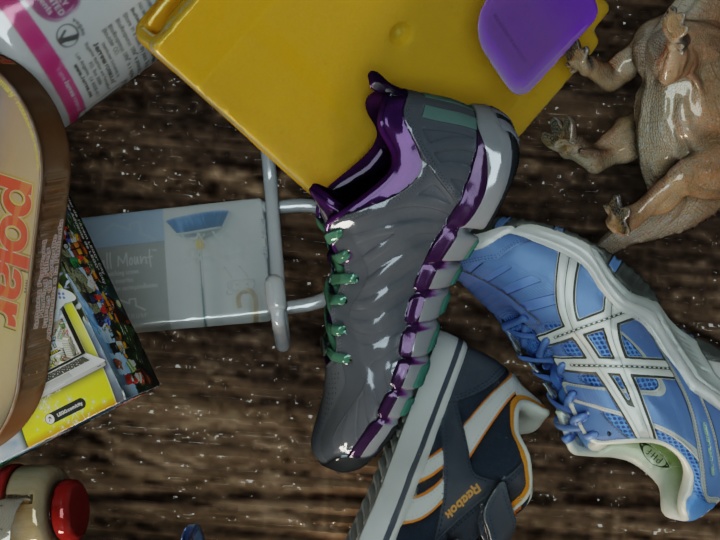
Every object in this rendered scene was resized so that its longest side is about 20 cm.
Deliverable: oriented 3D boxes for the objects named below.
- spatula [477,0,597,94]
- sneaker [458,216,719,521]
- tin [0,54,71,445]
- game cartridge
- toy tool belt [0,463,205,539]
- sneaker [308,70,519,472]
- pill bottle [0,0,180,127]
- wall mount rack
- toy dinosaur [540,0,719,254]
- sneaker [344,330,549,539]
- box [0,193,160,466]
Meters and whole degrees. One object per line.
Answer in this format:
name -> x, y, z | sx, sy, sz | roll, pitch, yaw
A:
spatula -> 0.121, -0.176, 1.145 | 0.057, 0.021, 0.200 | 51, 62, -35
sneaker -> 0.121, 0.047, 1.166 | 0.200, 0.076, 0.077 | 37, 68, -1
tin -> -0.192, -0.006, 1.068 | 0.112, 0.042, 0.200 | 14, 102, 24
game cartridge -> 0.013, -0.121, 1.129 | 0.176, 0.032, 0.200 | -48, 129, -1
toy tool belt -> -0.103, 0.182, 1.152 | 0.123, 0.125, 0.200 | -5, 115, 18
sneaker -> 0.000, 0.000, 1.134 | 0.088, 0.074, 0.200 | 19, 102, -19
pill bottle -> -0.107, -0.168, 1.124 | 0.200, 0.113, 0.113 | -38, 94, -11
wall mount rack -> -0.102, -0.039, 1.173 | 0.200, 0.075, 0.174 | -6, 67, 0
toy dinosaur -> 0.175, -0.083, 1.165 | 0.136, 0.086, 0.200 | -5, 116, -34
sneaker -> 0.038, 0.124, 1.143 | 0.079, 0.078, 0.200 | 27, 58, -3
box -> -0.212, 0.037, 1.122 | 0.200, 0.038, 0.137 | -26, 87, 23
